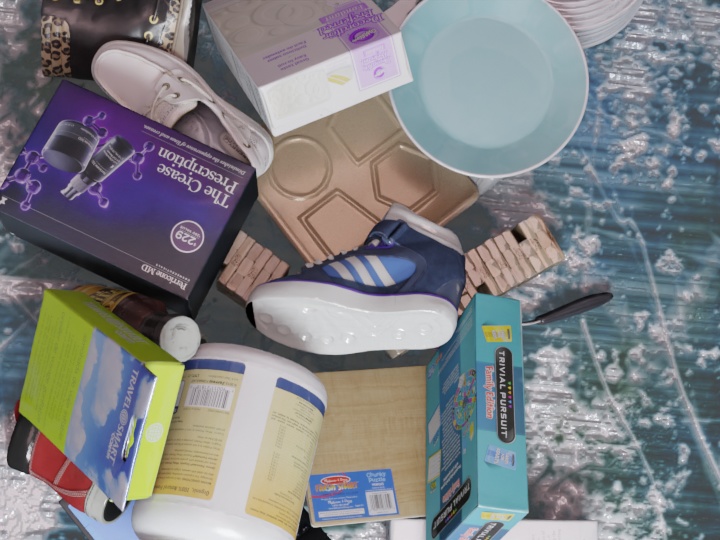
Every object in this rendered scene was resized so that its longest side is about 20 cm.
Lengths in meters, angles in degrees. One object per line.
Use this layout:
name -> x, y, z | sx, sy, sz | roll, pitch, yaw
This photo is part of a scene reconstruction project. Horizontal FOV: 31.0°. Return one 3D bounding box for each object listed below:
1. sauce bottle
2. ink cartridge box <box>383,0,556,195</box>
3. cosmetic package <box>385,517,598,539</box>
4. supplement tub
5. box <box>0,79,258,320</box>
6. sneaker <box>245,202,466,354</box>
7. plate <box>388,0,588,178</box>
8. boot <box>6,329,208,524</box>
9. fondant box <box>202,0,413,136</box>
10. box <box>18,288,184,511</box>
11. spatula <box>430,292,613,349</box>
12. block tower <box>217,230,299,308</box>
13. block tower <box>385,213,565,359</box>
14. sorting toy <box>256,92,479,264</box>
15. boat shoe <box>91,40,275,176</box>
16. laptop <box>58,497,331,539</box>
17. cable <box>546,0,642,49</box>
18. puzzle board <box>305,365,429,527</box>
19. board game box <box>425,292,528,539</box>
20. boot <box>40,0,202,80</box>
sauce bottle -> -0.210, 0.049, 1.178 | 0.066, 0.199, 0.067 | -2, 93, -37
ink cartridge box -> 0.108, -0.194, 1.316 | 0.116, 0.068, 0.200 | -36, 85, -10
cosmetic package -> 0.123, 0.285, 1.229 | 0.198, 0.074, 0.102 | 2, 79, -3
supplement tub -> -0.116, 0.180, 1.130 | 0.143, 0.145, 0.201 | 15, 66, -2
box -> -0.212, -0.064, 1.190 | 0.199, 0.079, 0.142 | 24, 76, 4
sneaker -> 0.000, 0.000, 1.221 | 0.198, 0.081, 0.147 | 2, 46, 6
plate -> 0.123, -0.185, 1.268 | 0.199, 0.026, 0.202 | 1, 79, -4
boot -> -0.243, 0.117, 1.222 | 0.144, 0.072, 0.201 | 26, 75, 20
fondant box -> -0.054, -0.221, 1.252 | 0.143, 0.058, 0.200 | -23, 40, -9
box -> -0.218, 0.105, 1.096 | 0.047, 0.200, 0.123 | 5, 106, -41
spatula -> 0.161, 0.048, 1.292 | 0.199, 0.056, 0.021 | -11, 95, -15
block tower -> -0.133, -0.014, 1.261 | 0.199, 0.054, 0.058 | 34, 77, 1
block tower -> 0.105, 0.014, 1.285 | 0.199, 0.054, 0.058 | -30, 83, -10
sorting toy -> -0.008, -0.095, 1.308 | 0.185, 0.036, 0.200 | -37, 80, -10
boat shoe -> -0.173, -0.153, 1.240 | 0.199, 0.069, 0.071 | 31, 109, -3
laptop -> -0.149, 0.238, 1.193 | 0.177, 0.200, 0.104 | -39, 129, -10
cable -> 0.206, -0.326, 1.348 | 0.200, 0.069, 0.200 | 40, 79, 3
puzzle board -> 0.036, 0.164, 1.235 | 0.198, 0.017, 0.152 | -3, 61, -16
board game box -> 0.101, 0.146, 1.163 | 0.047, 0.151, 0.201 | 9, 58, -11
boot -> -0.233, -0.271, 1.281 | 0.149, 0.073, 0.202 | 7, 104, -1
